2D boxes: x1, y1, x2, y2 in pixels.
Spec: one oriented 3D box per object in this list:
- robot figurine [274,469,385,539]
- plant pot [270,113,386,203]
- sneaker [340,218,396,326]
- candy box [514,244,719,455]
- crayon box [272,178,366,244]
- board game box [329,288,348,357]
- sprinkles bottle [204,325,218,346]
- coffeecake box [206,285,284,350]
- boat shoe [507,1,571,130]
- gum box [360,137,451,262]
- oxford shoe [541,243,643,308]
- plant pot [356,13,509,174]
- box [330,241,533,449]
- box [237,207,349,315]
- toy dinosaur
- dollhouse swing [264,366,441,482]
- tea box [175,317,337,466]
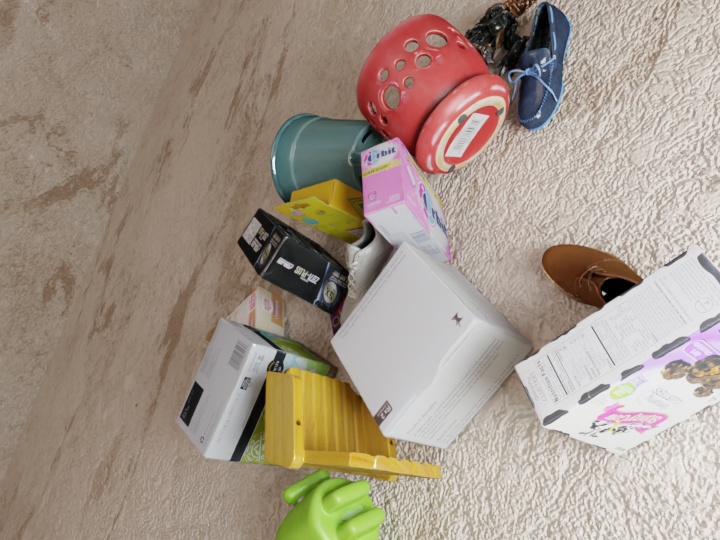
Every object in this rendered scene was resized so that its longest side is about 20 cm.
[{"bbox_3d":[-0.050,0.380,0.799,0.176,0.115,0.200,55,125,26],"label":"robot figurine"},{"bbox_3d":[-0.033,-0.203,1.056,0.195,0.200,0.202,9,77,42],"label":"plant pot"},{"bbox_3d":[0.000,0.000,0.932,0.076,0.092,0.201,20,85,53],"label":"sneaker"},{"bbox_3d":[0.282,0.090,0.537,0.200,0.167,0.072,-43,41,26],"label":"candy box"},{"bbox_3d":[-0.038,-0.104,0.984,0.126,0.199,0.051,-5,70,47],"label":"crayon box"},{"bbox_3d":[0.023,0.057,0.970,0.200,0.032,0.121,-40,40,29],"label":"board game box"},{"bbox_3d":[-0.235,0.199,1.064,0.068,0.201,0.068,-10,29,6],"label":"sprinkles bottle"},{"bbox_3d":[-0.248,0.157,1.178,0.200,0.073,0.154,-42,34,27],"label":"coffeecake box"},{"bbox_3d":[0.266,-0.313,0.850,0.084,0.068,0.201,-8,65,47],"label":"boat shoe"},{"bbox_3d":[0.076,-0.093,0.857,0.066,0.200,0.114,-16,58,23],"label":"gum box"},{"bbox_3d":[0.285,0.011,0.656,0.072,0.071,0.200,-61,37,8],"label":"oxford shoe"},{"bbox_3d":[0.122,-0.268,0.881,0.201,0.200,0.183,-48,65,20],"label":"plant pot"},{"bbox_3d":[0.090,0.104,0.783,0.199,0.130,0.200,-53,40,14],"label":"box"},{"bbox_3d":[-0.127,-0.021,1.054,0.086,0.163,0.200,-56,32,4],"label":"box"},{"bbox_3d":[0.228,-0.411,0.935,0.136,0.102,0.200,-81,16,-46],"label":"toy dinosaur"},{"bbox_3d":[-0.003,0.210,0.778,0.175,0.199,0.183,-32,49,36],"label":"dollhouse swing"},{"bbox_3d":[-0.181,0.218,0.981,0.133,0.196,0.201,23,89,48],"label":"tea box"}]
